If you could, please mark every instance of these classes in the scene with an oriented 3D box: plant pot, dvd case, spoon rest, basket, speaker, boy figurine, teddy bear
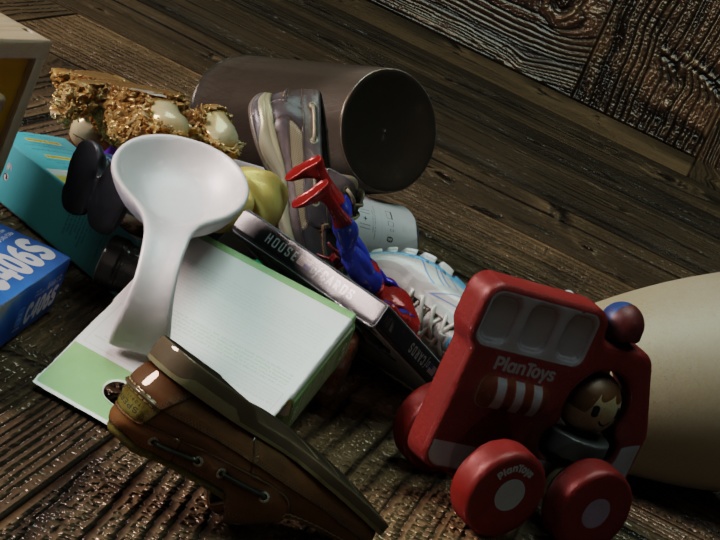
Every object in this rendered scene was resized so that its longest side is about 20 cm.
[{"bbox_3d":[0.232,0.090,1.560,0.199,0.189,0.187,1,24,-26],"label":"plant pot"},{"bbox_3d":[-0.004,0.036,1.470,0.150,0.025,0.200,34,-7,30],"label":"dvd case"},{"bbox_3d":[-0.129,-0.031,1.312,0.099,0.061,0.201,14,41,-8],"label":"spoon rest"},{"bbox_3d":[-0.035,-0.132,1.805,0.180,0.137,0.199,23,-10,-36],"label":"basket"},{"bbox_3d":[-0.048,-0.041,1.710,0.199,0.082,0.081,14,18,-34],"label":"speaker"},{"bbox_3d":[-0.135,-0.059,1.474,0.124,0.065,0.199,30,14,34],"label":"boy figurine"},{"bbox_3d":[-0.184,-0.118,1.585,0.199,0.067,0.145,15,9,30],"label":"teddy bear"}]

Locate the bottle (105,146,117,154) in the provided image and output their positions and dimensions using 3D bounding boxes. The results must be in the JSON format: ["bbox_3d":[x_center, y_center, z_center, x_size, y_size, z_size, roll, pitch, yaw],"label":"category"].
[{"bbox_3d":[-0.203,-0.113,1.743,0.083,0.066,0.200,25,14,-15],"label":"bottle"}]

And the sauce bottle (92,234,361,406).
[{"bbox_3d":[-0.099,0.032,1.411,0.199,0.066,0.066,26,15,-1],"label":"sauce bottle"}]

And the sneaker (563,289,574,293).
[{"bbox_3d":[0.210,0.082,1.736,0.090,0.067,0.200,25,18,-10],"label":"sneaker"}]

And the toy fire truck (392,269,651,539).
[{"bbox_3d":[0.130,0.093,1.357,0.199,0.169,0.112,14,18,-34],"label":"toy fire truck"}]

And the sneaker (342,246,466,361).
[{"bbox_3d":[0.075,0.045,1.634,0.199,0.075,0.087,23,20,-3],"label":"sneaker"}]

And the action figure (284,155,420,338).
[{"bbox_3d":[0.000,0.000,1.557,0.200,0.052,0.066,54,6,-33],"label":"action figure"}]

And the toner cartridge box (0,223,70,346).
[{"bbox_3d":[-0.267,0.010,1.264,0.094,0.043,0.200,24,15,3],"label":"toner cartridge box"}]

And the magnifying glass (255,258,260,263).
[{"bbox_3d":[-0.157,-0.040,1.610,0.199,0.022,0.080,24,48,19],"label":"magnifying glass"}]

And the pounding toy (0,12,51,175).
[{"bbox_3d":[-0.305,-0.123,1.355,0.142,0.201,0.184,29,16,17],"label":"pounding toy"}]

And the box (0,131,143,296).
[{"bbox_3d":[-0.215,-0.045,1.525,0.200,0.049,0.082,35,18,35],"label":"box"}]

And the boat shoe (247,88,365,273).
[{"bbox_3d":[-0.035,-0.060,1.612,0.073,0.201,0.074,-17,-2,7],"label":"boat shoe"}]

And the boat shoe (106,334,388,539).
[{"bbox_3d":[-0.069,0.119,1.162,0.200,0.068,0.072,40,-3,-27],"label":"boat shoe"}]

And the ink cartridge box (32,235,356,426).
[{"bbox_3d":[-0.109,0.065,1.293,0.145,0.048,0.200,28,44,11],"label":"ink cartridge box"}]
